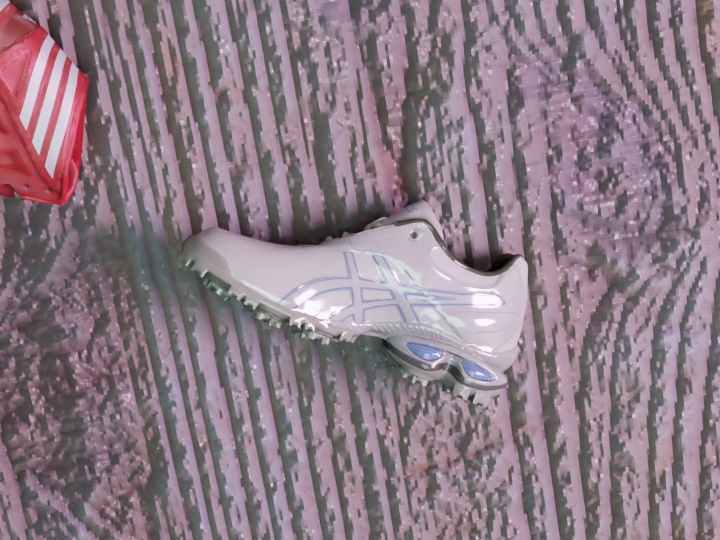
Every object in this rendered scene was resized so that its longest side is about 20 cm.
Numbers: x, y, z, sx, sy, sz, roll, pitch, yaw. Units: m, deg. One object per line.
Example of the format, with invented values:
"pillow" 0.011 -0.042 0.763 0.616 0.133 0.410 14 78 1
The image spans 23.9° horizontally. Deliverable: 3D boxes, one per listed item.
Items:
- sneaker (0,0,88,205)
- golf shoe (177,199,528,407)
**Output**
"sneaker" -0.224 -0.047 0.911 0.115 0.078 0.200 41 105 -12
"golf shoe" 0.000 0.000 0.945 0.199 0.078 0.098 20 91 -14
